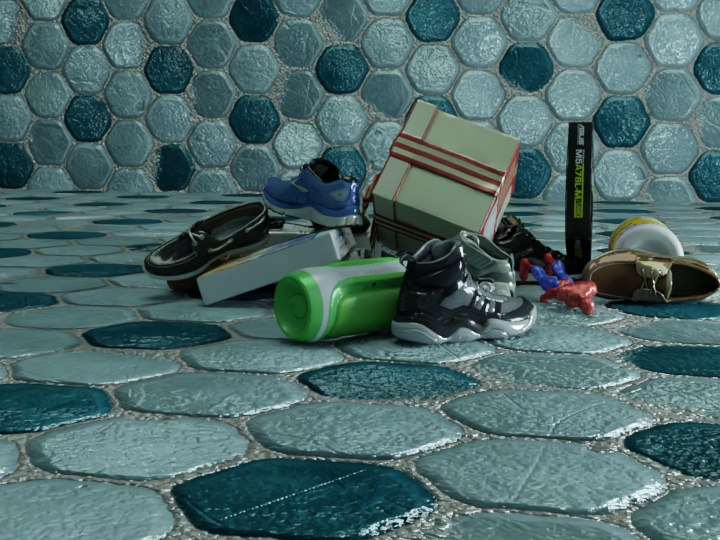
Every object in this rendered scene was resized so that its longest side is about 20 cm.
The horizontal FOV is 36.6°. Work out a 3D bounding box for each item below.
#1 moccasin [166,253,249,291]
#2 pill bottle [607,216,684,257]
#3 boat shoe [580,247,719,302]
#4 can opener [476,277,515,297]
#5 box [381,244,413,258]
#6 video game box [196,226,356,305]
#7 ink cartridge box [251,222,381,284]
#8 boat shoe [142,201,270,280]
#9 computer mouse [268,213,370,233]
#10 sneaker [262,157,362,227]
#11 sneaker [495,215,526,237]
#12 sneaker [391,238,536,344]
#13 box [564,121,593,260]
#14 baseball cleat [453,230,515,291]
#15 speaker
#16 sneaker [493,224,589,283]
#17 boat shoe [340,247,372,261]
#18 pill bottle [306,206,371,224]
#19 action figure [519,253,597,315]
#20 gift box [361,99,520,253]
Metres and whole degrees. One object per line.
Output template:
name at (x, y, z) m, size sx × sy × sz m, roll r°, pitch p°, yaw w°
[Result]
moccasin at (-0.229, -0.019, 1.666) m, size 0.073 × 0.079 × 0.201 m, roll 2°, pitch 8°, yaw 30°
pill bottle at (0.431, -0.027, 1.662) m, size 0.103 × 0.105 × 0.200 m, roll 2°, pitch 7°, yaw 10°
boat shoe at (0.407, 0.009, 1.515) m, size 0.198 × 0.077 × 0.072 m, roll -3°, pitch 10°, yaw -10°
can opener at (0.100, 0.040, 1.410) m, size 0.198 × 0.053 × 0.067 m, roll 4°, pitch -26°, yaw 12°
box at (0.119, -0.052, 1.737) m, size 0.160 × 0.044 × 0.200 m, roll -39°, pitch 15°, yaw -5°
video game box at (-0.114, -0.013, 1.541) m, size 0.198 × 0.047 × 0.182 m, roll -19°, pitch 3°, yaw 8°
ink cartridge box at (-0.066, -0.027, 1.710) m, size 0.198 × 0.085 × 0.146 m, roll 2°, pitch 8°, yaw 2°
boat shoe at (-0.218, -0.045, 1.552) m, size 0.199 × 0.061 × 0.074 m, roll -19°, pitch 48°, yaw -24°
computer mouse at (-0.082, -0.080, 1.655) m, size 0.198 × 0.034 × 0.059 m, roll 3°, pitch 13°, yaw 10°
sneaker at (-0.065, -0.117, 1.554) m, size 0.078 × 0.090 × 0.199 m, roll 0°, pitch 11°, yaw -43°
sneaker at (0.263, -0.050, 1.888) m, size 0.080 × 0.087 × 0.200 m, roll -5°, pitch 10°, yaw -23°
sneaker at (0.126, 0.020, 1.265) m, size 0.198 × 0.115 × 0.075 m, roll -4°, pitch 9°, yaw -31°
box at (0.360, -0.118, 1.785) m, size 0.047 × 0.195 × 0.200 m, roll 3°, pitch -14°, yaw 13°
baseball cleat at (0.109, -0.004, 1.465) m, size 0.198 × 0.107 × 0.070 m, roll 0°, pitch 26°, yaw 10°
speaker at (-0.001, 0.033, 1.274) m, size 0.199 × 0.089 × 0.088 m, roll -6°, pitch 10°, yaw -39°
sneaker at (0.268, -0.027, 1.707) m, size 0.198 × 0.088 × 0.076 m, roll -1°, pitch 8°, yaw -10°
boat shoe at (0.000, 0.000, 1.583) m, size 0.198 × 0.066 × 0.072 m, roll 4°, pitch 9°, yaw 24°
pill bottle at (-0.036, -0.064, 1.879) m, size 0.111 × 0.114 × 0.200 m, roll 1°, pitch 7°, yaw 3°
action figure at (0.277, 0.023, 1.498) m, size 0.065 × 0.052 × 0.200 m, roll -6°, pitch 14°, yaw -9°
gift box at (0.109, -0.105, 1.569) m, size 0.185 × 0.185 × 0.200 m, roll 22°, pitch -25°, yaw 12°
